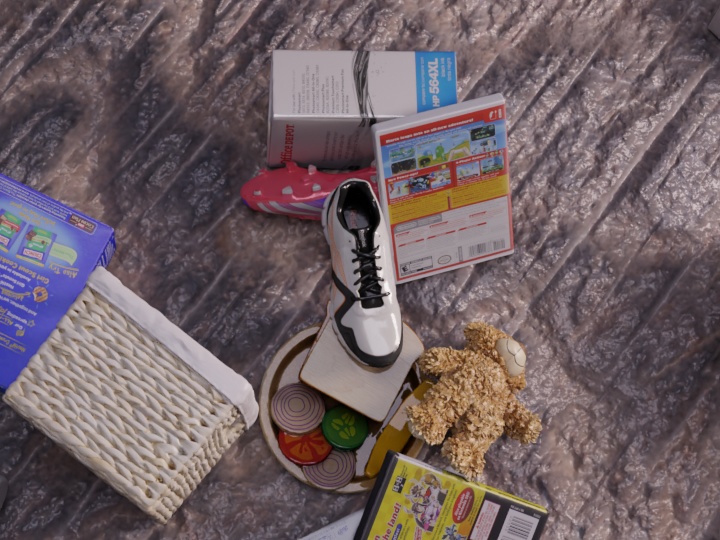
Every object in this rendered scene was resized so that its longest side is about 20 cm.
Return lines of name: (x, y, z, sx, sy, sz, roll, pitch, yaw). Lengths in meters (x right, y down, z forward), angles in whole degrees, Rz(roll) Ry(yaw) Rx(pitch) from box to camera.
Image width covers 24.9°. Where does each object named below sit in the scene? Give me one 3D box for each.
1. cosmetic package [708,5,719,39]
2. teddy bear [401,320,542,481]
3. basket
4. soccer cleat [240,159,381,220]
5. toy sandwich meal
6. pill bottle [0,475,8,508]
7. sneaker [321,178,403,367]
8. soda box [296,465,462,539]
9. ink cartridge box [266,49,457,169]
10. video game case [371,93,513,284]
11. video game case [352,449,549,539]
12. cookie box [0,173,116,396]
cosmetic package: (0.506, -0.254, 1.846, 0.113, 0.081, 0.200, -41, 81, -12)
teddy bear: (0.120, 0.127, 1.667, 0.199, 0.067, 0.145, -26, 67, -43)
basket: (-0.222, 0.133, 1.622, 0.199, 0.198, 0.161, 36, 78, 6)
soccer cleat: (-0.031, -0.075, 1.767, 0.198, 0.077, 0.067, -5, 37, 8)
toy sandwich meal: (-0.011, 0.130, 1.700, 0.203, 0.070, 0.208, 1, 73, -4)
pill bottle: (-0.461, 0.205, 1.622, 0.199, 0.116, 0.117, 27, 73, 4)
sneaker: (0.000, 0.000, 1.663, 0.073, 0.080, 0.202, -11, 76, -10)
soda box: (0.028, 0.270, 1.665, 0.198, 0.063, 0.069, -25, 79, -11)
ink cartridge box: (-0.002, -0.171, 1.751, 0.198, 0.146, 0.085, 1, 72, -5)
video game case: (0.089, -0.083, 1.719, 0.141, 0.201, 0.018, -14, 39, -8)
video game case: (0.073, 0.302, 1.626, 0.179, 0.025, 0.202, 21, 91, -15)
cookie box: (-0.375, 0.016, 1.705, 0.170, 0.075, 0.201, 26, 73, 3)
